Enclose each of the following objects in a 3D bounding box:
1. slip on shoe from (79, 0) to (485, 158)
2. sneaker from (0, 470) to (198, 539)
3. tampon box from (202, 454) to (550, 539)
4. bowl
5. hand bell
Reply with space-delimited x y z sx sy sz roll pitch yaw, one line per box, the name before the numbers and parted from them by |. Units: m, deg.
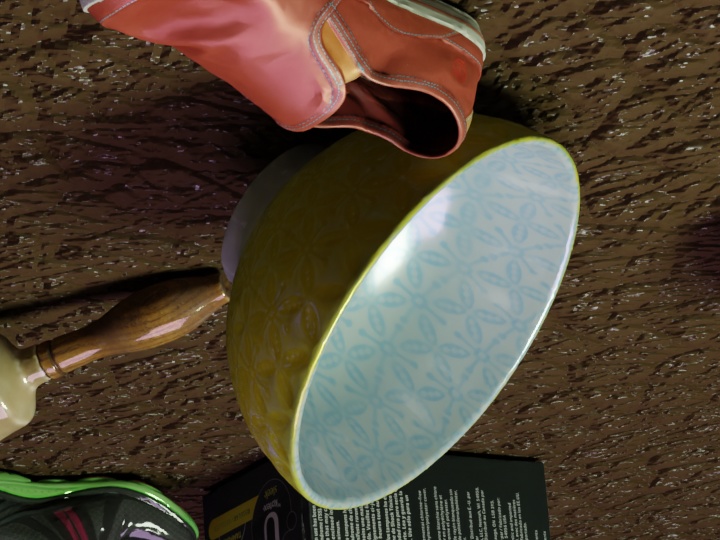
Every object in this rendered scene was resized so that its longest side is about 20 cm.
slip on shoe | -0.027 -0.091 1.067 0.200 0.061 0.074 15 155 -40
sneaker | -0.206 0.183 1.765 0.199 0.084 0.077 5 159 -24
tampon box | 0.012 0.203 1.807 0.200 0.127 0.150 8 156 -31
bowl | 0.000 0.000 1.226 0.108 0.200 0.200 35 179 27
hand bell | -0.162 0.045 1.421 0.200 0.104 0.104 -23 156 14
